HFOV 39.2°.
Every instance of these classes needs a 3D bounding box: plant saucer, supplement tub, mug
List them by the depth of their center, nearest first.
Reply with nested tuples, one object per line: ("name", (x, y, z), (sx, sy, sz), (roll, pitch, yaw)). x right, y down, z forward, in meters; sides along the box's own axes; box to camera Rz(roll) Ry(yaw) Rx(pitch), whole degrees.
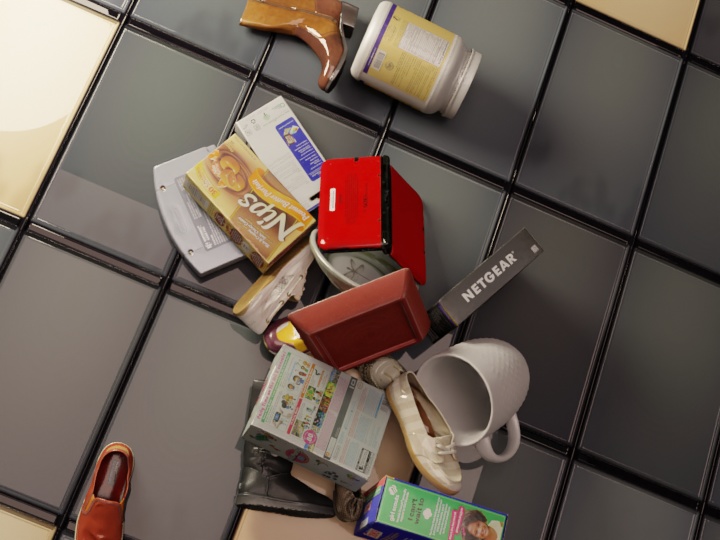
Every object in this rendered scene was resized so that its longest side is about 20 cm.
("plant saucer", (0.007, 0.091, 1.572), (0.197, 0.201, 0.037), (-21, 58, 3))
("mug", (0.200, 0.208, 1.619), (0.174, 0.146, 0.203), (-17, 87, -52))
("plant saucer", (0.000, 0.000, 1.657), (0.198, 0.201, 0.051), (27, 117, -3))
("supplement tub", (0.097, -0.363, 1.759), (0.198, 0.145, 0.147), (25, 72, -4))

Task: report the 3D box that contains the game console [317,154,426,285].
("game console", (0.020, -0.080, 1.678), (0.169, 0.120, 0.202), (-3, 50, 4))

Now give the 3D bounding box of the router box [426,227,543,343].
("router box", (0.195, 0.027, 1.671), (0.199, 0.157, 0.052), (-39, 85, -17))

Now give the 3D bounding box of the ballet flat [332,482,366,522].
("ballet flat", (-0.025, 0.294, 1.597), (0.067, 0.046, 0.203), (13, 59, -41))

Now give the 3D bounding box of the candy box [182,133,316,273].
("candy box", (-0.182, -0.110, 1.653), (0.200, 0.055, 0.115), (47, 65, 1))

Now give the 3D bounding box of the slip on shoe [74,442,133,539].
("slip on shoe", (-0.386, 0.360, 1.524), (0.073, 0.061, 0.203), (13, 75, -9))

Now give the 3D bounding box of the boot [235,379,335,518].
("boot", (-0.107, 0.281, 1.602), (0.162, 0.066, 0.203), (13, 66, -15))

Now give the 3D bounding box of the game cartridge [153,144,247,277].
("game cartridge", (-0.263, -0.097, 1.680), (0.132, 0.040, 0.202), (-22, 81, -19))

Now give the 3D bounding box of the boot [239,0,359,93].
("boot", (-0.115, -0.417, 1.774), (0.197, 0.069, 0.191), (15, 74, -6))

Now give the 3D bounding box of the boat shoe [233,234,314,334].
("boat shoe", (-0.125, 0.023, 1.663), (0.200, 0.070, 0.070), (-48, 110, -25))

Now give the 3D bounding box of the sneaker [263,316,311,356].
("sneaker", (-0.059, 0.086, 1.635), (0.197, 0.091, 0.076), (-9, 60, -17))

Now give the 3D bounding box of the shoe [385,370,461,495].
("shoe", (0.102, 0.245, 1.535), (0.069, 0.053, 0.202), (-3, 56, -46))

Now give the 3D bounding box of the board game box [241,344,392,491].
("board game box", (-0.063, 0.227, 1.558), (0.198, 0.064, 0.149), (27, 56, -7))

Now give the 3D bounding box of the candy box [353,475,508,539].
("candy box", (0.103, 0.390, 1.552), (0.197, 0.169, 0.078), (17, 67, -6))

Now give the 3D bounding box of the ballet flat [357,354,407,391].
("ballet flat", (0.067, 0.200, 1.644), (0.067, 0.075, 0.201), (-35, 84, -16))

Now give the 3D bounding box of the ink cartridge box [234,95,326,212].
("ink cartridge box", (-0.122, -0.191, 1.729), (0.099, 0.039, 0.201), (-32, 82, -17))
